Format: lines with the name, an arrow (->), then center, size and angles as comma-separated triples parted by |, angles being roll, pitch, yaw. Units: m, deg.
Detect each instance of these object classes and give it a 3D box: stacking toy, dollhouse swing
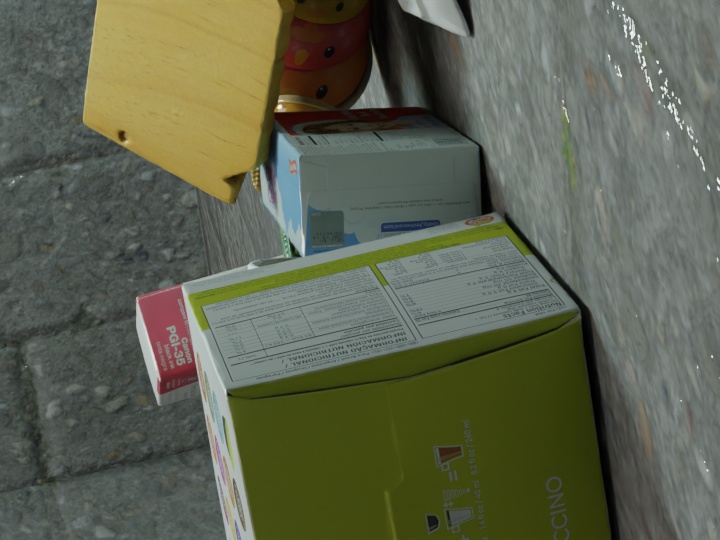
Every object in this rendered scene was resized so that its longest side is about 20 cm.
stacking toy -> -0.039, -0.207, 1.761 | 0.200, 0.145, 0.147 | 119, 140, -56
dollhouse swing -> -0.085, -0.192, 1.658 | 0.181, 0.176, 0.201 | 29, 129, 20

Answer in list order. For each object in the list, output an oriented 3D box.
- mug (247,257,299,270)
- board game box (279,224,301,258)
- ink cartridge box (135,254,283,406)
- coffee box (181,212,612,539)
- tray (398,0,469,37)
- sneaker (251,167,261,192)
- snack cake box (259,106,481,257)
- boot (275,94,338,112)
mug -> 0.001, 0.076, 1.602 | 0.187, 0.149, 0.154 | -158, 71, -74
board game box -> 0.000, 0.000, 1.713 | 0.023, 0.104, 0.201 | 151, 113, -70
ink cartridge box -> -0.098, 0.047, 2.247 | 0.147, 0.199, 0.083 | 110, 144, -77
coffee box -> 0.021, 0.105, 1.412 | 0.198, 0.199, 0.201 | -124, 23, -70
tray -> 0.008, -0.231, 1.488 | 0.107, 0.022, 0.201 | -130, 15, -76
sneaker -> -0.065, -0.153, 2.212 | 0.200, 0.075, 0.090 | 98, 168, -52
snack cake box -> 0.002, -0.060, 1.601 | 0.200, 0.114, 0.068 | -129, 35, -76
boot -> -0.030, -0.018, 1.782 | 0.201, 0.070, 0.145 | 55, -130, -50
